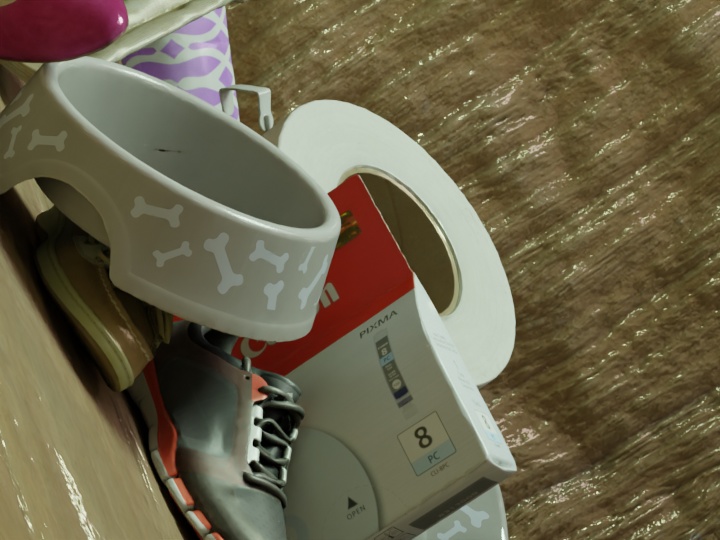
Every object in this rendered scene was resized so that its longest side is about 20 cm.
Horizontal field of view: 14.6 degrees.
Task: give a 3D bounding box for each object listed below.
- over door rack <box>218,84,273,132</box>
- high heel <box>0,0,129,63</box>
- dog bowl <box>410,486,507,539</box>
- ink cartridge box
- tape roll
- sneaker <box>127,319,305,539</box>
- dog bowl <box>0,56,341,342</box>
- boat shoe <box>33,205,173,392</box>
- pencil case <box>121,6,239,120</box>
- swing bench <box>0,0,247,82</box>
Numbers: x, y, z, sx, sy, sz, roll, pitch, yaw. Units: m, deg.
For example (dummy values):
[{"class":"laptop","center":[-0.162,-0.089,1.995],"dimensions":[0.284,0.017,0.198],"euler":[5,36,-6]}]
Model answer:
[{"class":"over door rack","center":[-0.073,-0.012,1.724],"dimensions":[0.148,0.067,0.200],"euler":[-22,95,-53]},{"class":"high heel","center":[-0.196,-0.173,1.457],"dimensions":[0.200,0.067,0.096],"euler":[32,-29,46]},{"class":"dog bowl","center":[0.043,0.201,1.604],"dimensions":[0.200,0.059,0.200],"euler":[-178,-90,-83]},{"class":"ink cartridge box","center":[-0.028,0.065,1.534],"dimensions":[0.200,0.160,0.047],"euler":[62,17,22]},{"class":"tape roll","center":[0.000,0.000,1.678],"dimensions":[0.202,0.071,0.203],"euler":[35,36,-30]},{"class":"sneaker","center":[-0.066,0.089,1.484],"dimensions":[0.200,0.082,0.077],"euler":[61,2,40]},{"class":"dog bowl","center":[-0.099,-0.042,1.451],"dimensions":[0.200,0.059,0.200],"euler":[28,17,-9]},{"class":"boat shoe","center":[-0.126,0.001,1.463],"dimensions":[0.073,0.063,0.201],"euler":[60,1,-18]},{"class":"pencil case","center":[-0.128,-0.111,1.954],"dimensions":[0.084,0.085,0.200],"euler":[-13,100,-53]},{"class":"swing bench","center":[-0.152,-0.243,1.738],"dimensions":[0.130,0.199,0.200],"euler":[33,-52,20]}]
